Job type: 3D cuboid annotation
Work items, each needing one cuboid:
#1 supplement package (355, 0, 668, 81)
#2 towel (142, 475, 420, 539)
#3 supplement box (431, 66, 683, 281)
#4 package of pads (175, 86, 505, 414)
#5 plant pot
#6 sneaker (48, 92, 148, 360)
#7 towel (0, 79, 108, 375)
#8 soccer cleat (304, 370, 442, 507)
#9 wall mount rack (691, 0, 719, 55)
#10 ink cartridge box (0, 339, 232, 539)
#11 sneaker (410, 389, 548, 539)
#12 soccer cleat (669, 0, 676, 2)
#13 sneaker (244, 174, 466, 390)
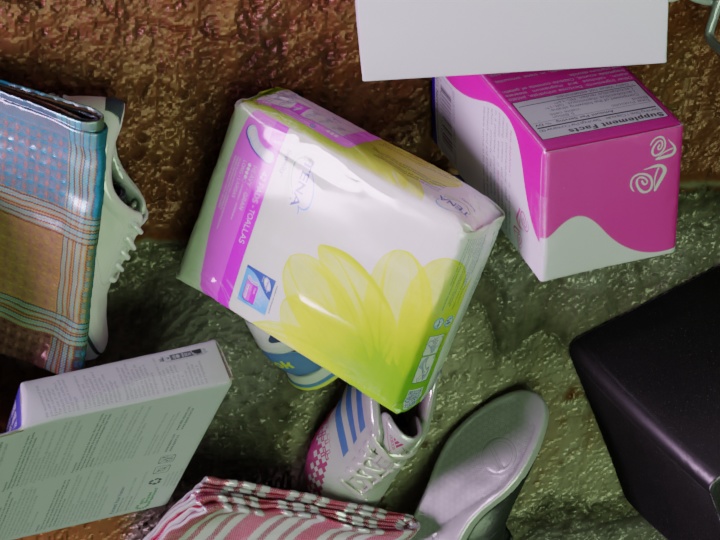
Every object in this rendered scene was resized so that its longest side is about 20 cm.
[{"bbox_3d":[0.093,-0.219,1.276,0.200,0.111,0.156,-3,124,1],"label":"supplement package"},{"bbox_3d":[-0.071,0.223,1.554,0.200,0.030,0.146,14,138,-28],"label":"towel"},{"bbox_3d":[0.128,-0.092,1.347,0.103,0.200,0.101,-11,125,-14],"label":"supplement box"},{"bbox_3d":[-0.014,-0.020,1.350,0.068,0.200,0.155,-25,141,-58],"label":"package of pads"},{"bbox_3d":[0.310,0.131,1.578,0.200,0.177,0.200,-26,127,-2],"label":"plant pot"},{"bbox_3d":[-0.180,-0.026,1.347,0.071,0.073,0.200,-3,122,0],"label":"sneaker"},{"bbox_3d":[-0.239,-0.033,1.306,0.146,0.022,0.200,19,121,14],"label":"towel"},{"bbox_3d":[0.009,0.129,1.517,0.070,0.086,0.200,5,120,-24],"label":"soccer cleat"},{"bbox_3d":[0.331,-0.227,1.414,0.200,0.075,0.174,3,119,-26],"label":"wall mount rack"},{"bbox_3d":[-0.208,0.129,1.393,0.200,0.041,0.200,-12,153,-28],"label":"ink cartridge box"},{"bbox_3d":[0.102,0.189,1.612,0.200,0.071,0.099,-59,147,2],"label":"sneaker"},{"bbox_3d":[0.194,-0.268,1.341,0.073,0.068,0.200,-12,129,-17],"label":"soccer cleat"},{"bbox_3d":[0.000,0.000,1.439,0.200,0.074,0.082,-44,124,9],"label":"sneaker"}]
